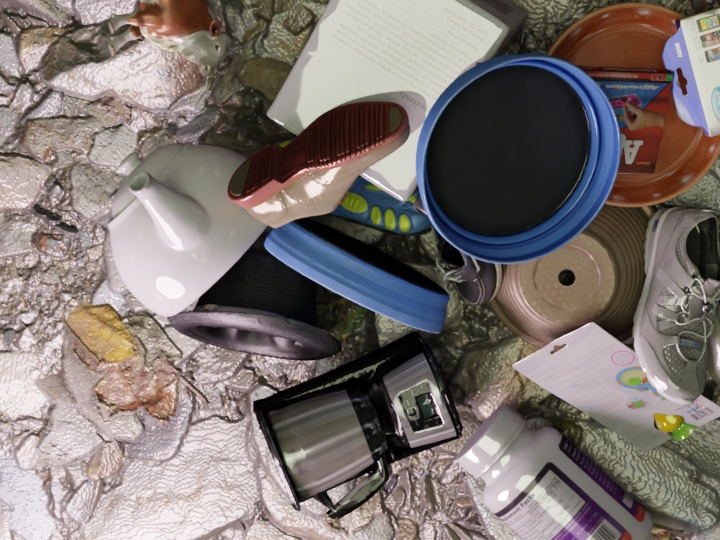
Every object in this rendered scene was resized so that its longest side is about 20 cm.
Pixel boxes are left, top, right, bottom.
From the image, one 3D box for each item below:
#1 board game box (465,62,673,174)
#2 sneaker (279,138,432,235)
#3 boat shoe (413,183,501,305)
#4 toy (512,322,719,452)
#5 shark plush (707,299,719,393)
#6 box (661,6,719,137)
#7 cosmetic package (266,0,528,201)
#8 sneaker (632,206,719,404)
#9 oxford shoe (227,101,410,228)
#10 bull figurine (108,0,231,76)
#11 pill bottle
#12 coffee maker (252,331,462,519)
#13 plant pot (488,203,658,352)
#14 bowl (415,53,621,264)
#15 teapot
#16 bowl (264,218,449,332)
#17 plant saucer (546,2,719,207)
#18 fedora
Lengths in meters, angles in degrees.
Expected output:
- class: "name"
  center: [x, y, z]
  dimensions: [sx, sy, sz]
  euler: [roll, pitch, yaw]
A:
- class: "board game box"
  center: [0.197, -0.143, 1.514]
  dimensions: [0.199, 0.019, 0.103]
  euler: [-1, 114, -18]
- class: "sneaker"
  center: [-0.009, -0.079, 1.665]
  dimensions: [0.199, 0.083, 0.071]
  euler: [22, 85, 22]
- class: "boat shoe"
  center: [0.090, -0.023, 1.579]
  dimensions: [0.073, 0.063, 0.200]
  euler: [30, 154, 32]
- class: "toy"
  center: [0.267, 0.109, 1.629]
  dimensions: [0.200, 0.047, 0.115]
  euler: [35, 134, -24]
- class: "shark plush"
  center: [0.395, 0.080, 1.617]
  dimensions: [0.083, 0.091, 0.201]
  euler: [-14, 95, -16]
- class: "box"
  center: [0.395, -0.208, 1.539]
  dimensions: [0.199, 0.041, 0.120]
  euler: [-15, 96, 8]
- class: "cosmetic package"
  center: [0.040, -0.205, 1.574]
  dimensions: [0.166, 0.167, 0.201]
  euler: [32, 108, 3]
- class: "sneaker"
  center: [0.317, 0.029, 1.553]
  dimensions: [0.074, 0.082, 0.201]
  euler: [7, 77, -28]
- class: "oxford shoe"
  center: [-0.028, -0.099, 1.507]
  dimensions: [0.199, 0.071, 0.075]
  euler: [-20, 135, 30]
- class: "bull figurine"
  center: [-0.213, -0.290, 1.658]
  dimensions: [0.121, 0.065, 0.201]
  euler: [-18, 92, -17]
- class: "pill bottle"
  center: [0.200, 0.236, 1.674]
  dimensions: [0.200, 0.111, 0.111]
  euler: [42, 109, 1]
- class: "coffee maker"
  center: [-0.006, 0.147, 1.685]
  dimensions: [0.199, 0.192, 0.135]
  euler: [-22, 121, -4]
- class: "plant pot"
  center: [0.215, -0.004, 1.623]
  dimensions: [0.200, 0.093, 0.202]
  euler: [3, 103, 13]
- class: "bowl"
  center: [0.144, -0.106, 1.477]
  dimensions: [0.200, 0.039, 0.202]
  euler: [-7, 114, -17]
- class: "teapot"
  center: [-0.188, -0.062, 1.618]
  dimensions: [0.146, 0.198, 0.200]
  euler: [45, 135, -10]
- class: "bowl"
  center: [0.000, 0.000, 1.611]
  dimensions: [0.200, 0.201, 0.040]
  euler: [27, 96, 6]
- class: "plant saucer"
  center: [0.269, -0.164, 1.580]
  dimensions: [0.199, 0.032, 0.201]
  euler: [0, 96, -2]
- class: "fedora"
  center: [-0.106, 0.033, 1.680]
  dimensions: [0.200, 0.201, 0.092]
  euler: [10, 78, 11]
